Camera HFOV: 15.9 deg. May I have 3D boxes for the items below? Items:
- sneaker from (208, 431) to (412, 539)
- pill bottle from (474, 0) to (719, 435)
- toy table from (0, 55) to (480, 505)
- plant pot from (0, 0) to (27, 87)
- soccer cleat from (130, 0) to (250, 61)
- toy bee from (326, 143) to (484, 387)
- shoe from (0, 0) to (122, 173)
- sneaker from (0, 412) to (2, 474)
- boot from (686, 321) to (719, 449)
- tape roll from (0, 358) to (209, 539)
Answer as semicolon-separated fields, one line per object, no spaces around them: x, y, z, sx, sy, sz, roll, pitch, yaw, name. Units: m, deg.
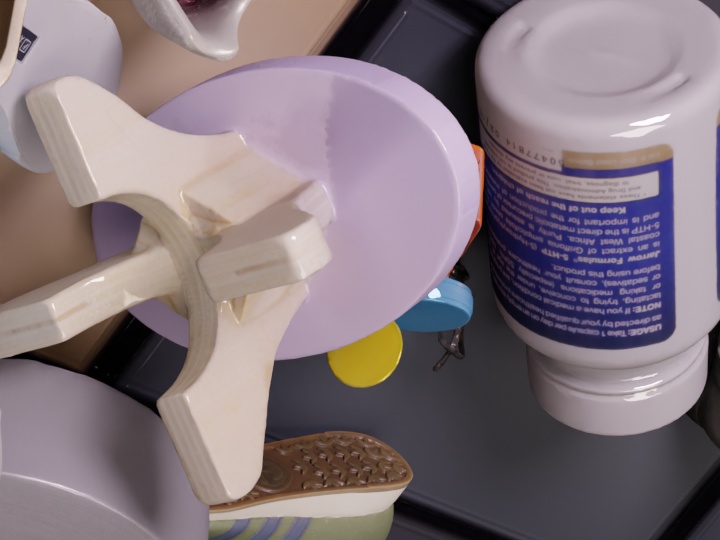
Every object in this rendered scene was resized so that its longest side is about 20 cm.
-0.072;0.132;1.269;0.199;0.067;0.090;1;121;-31;sneaker
0.118;-0.024;1.216;0.119;0.120;0.201;-19;131;-14;pill bottle
-0.061;-0.010;1.073;0.200;0.184;0.117;-30;-177;39;toy table
-0.215;-0.176;0.844;0.199;0.177;0.201;11;91;-25;plant pot
-0.031;-0.176;1.040;0.070;0.086;0.201;11;118;-34;soccer cleat
0.000;0.000;1.182;0.108;0.131;0.201;2;139;0;toy bee
-0.167;-0.105;1.039;0.072;0.091;0.200;-58;161;-4;shoe
-0.180;0.002;1.053;0.074;0.082;0.201;-13;98;28;sneaker
0.230;0.037;1.316;0.067;0.131;0.201;-8;128;-23;boot
-0.168;0.126;1.160;0.199;0.066;0.201;1;137;1;tape roll
